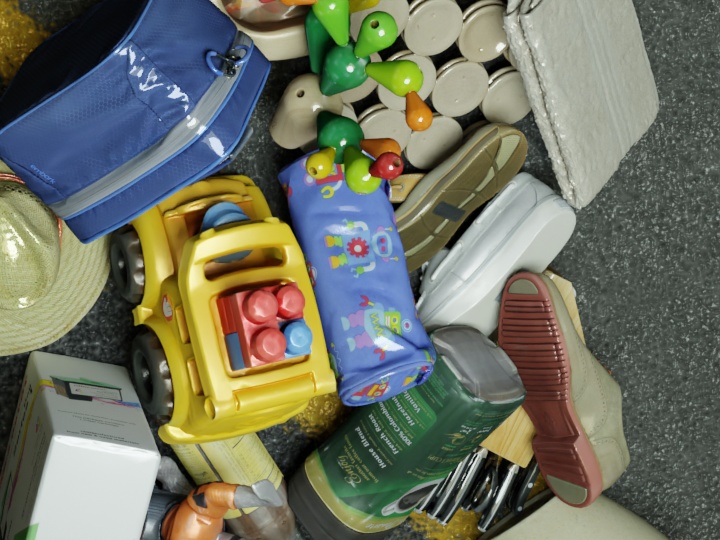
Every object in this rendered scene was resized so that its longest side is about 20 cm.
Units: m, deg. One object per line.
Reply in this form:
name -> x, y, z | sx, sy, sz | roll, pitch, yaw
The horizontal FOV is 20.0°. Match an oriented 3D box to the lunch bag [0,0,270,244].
lunch bag -> -0.157, -0.118, 1.469 | 0.200, 0.136, 0.132 | -26, 119, 36

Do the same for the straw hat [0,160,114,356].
straw hat -> -0.264, -0.019, 1.525 | 0.200, 0.085, 0.202 | -5, 108, -15

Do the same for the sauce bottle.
sauce bottle -> -0.095, 0.174, 1.646 | 0.065, 0.065, 0.201 | -32, 113, -6

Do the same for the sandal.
sandal -> 0.045, -0.054, 1.619 | 0.200, 0.054, 0.080 | -42, 149, 14

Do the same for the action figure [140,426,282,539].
action figure -> -0.141, 0.231, 1.583 | 0.104, 0.193, 0.201 | 16, 86, -31

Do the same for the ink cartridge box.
ink cartridge box -> -0.218, 0.162, 1.533 | 0.084, 0.200, 0.146 | 12, 102, -16

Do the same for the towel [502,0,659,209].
towel -> 0.173, -0.161, 1.594 | 0.133, 0.034, 0.201 | -49, 134, -32

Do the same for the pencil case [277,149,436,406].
pencil case -> 0.000, 0.000, 1.543 | 0.086, 0.078, 0.201 | -12, 76, -13

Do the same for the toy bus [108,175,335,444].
toy bus -> -0.094, 0.019, 1.510 | 0.135, 0.192, 0.201 | -12, 85, -21

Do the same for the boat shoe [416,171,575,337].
boat shoe -> 0.085, 0.005, 1.648 | 0.200, 0.069, 0.072 | -51, 148, 15

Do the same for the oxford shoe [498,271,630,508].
oxford shoe -> 0.166, 0.086, 1.641 | 0.075, 0.070, 0.201 | -29, 113, -36

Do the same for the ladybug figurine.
ladybug figurine -> -0.054, -0.231, 1.533 | 0.199, 0.072, 0.136 | -12, 110, -13

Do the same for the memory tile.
memory tile -> 0.055, -0.146, 1.582 | 0.199, 0.017, 0.154 | 5, 123, -32

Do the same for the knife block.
knife block -> 0.105, 0.108, 1.687 | 0.175, 0.064, 0.201 | -19, 111, -12

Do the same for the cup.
cup -> 0.175, 0.261, 1.702 | 0.200, 0.200, 0.144 | -33, 89, -5

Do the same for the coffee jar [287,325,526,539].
coffee jar -> 0.033, 0.136, 1.624 | 0.200, 0.085, 0.104 | -47, 158, 24

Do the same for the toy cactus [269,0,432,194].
toy cactus -> -0.026, -0.133, 1.465 | 0.102, 0.165, 0.201 | -7, 71, -31
